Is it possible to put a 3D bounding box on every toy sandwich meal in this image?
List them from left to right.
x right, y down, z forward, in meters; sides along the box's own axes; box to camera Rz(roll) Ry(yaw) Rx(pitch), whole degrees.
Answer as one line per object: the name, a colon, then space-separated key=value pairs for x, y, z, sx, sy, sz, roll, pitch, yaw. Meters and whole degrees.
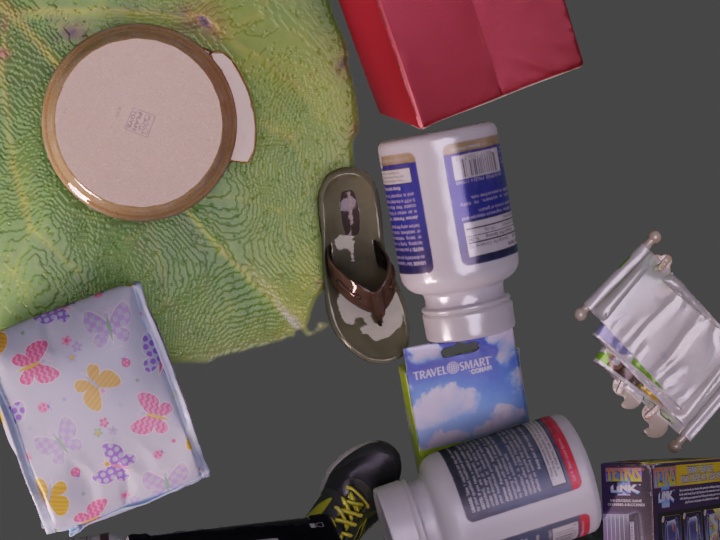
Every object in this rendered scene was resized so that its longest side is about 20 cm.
toy sandwich meal: x=-0.204 y=-0.145 z=1.371 sx=0.204 sy=0.070 sz=0.207 roll=-1 pitch=97 yaw=-5

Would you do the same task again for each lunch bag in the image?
lunch bag: x=-0.252 y=0.132 z=1.353 sx=0.169 sy=0.127 sz=0.201 roll=-22 pitch=88 yaw=-9

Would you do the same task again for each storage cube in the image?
storage cube: x=0.083 y=-0.253 z=1.346 sx=0.170 sy=0.200 sz=0.181 roll=-22 pitch=104 yaw=-8

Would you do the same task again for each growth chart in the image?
growth chart: x=0.314 y=0.080 z=1.493 sx=0.145 sy=0.018 sz=0.200 roll=-40 pitch=99 yaw=-4

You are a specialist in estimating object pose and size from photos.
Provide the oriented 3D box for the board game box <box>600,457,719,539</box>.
board game box: x=0.304 y=0.270 z=1.412 sx=0.056 sy=0.200 sz=0.167 roll=-7 pitch=81 yaw=34

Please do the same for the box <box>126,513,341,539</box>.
box: x=-0.112 y=0.344 z=1.303 sx=0.195 sy=0.118 sz=0.201 roll=-3 pitch=118 yaw=-20

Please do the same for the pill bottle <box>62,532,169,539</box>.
pill bottle: x=-0.274 y=0.314 z=1.365 sx=0.199 sy=0.114 sz=0.115 roll=-7 pitch=95 yaw=-8

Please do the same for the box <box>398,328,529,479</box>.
box: x=0.111 y=0.161 z=1.449 sx=0.121 sy=0.048 sz=0.201 roll=-12 pitch=98 yaw=-8

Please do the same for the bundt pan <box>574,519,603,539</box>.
bundt pan: x=0.228 y=0.361 z=1.471 sx=0.200 sy=0.076 sz=0.203 roll=-1 pitch=94 yaw=-10

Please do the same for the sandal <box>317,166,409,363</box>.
sandal: x=-0.001 y=-0.001 z=1.413 sx=0.079 sy=0.057 sz=0.202 roll=-15 pitch=103 yaw=-7

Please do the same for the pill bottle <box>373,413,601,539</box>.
pill bottle: x=0.119 y=0.222 z=1.374 sx=0.199 sy=0.120 sz=0.120 roll=-16 pitch=96 yaw=-7

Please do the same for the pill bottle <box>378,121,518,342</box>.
pill bottle: x=0.091 y=-0.037 z=1.397 sx=0.119 sy=0.120 sz=0.201 roll=-11 pitch=96 yaw=-8

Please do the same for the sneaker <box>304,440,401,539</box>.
sneaker: x=-0.024 y=0.259 z=1.417 sx=0.074 sy=0.085 sz=0.200 roll=38 pitch=89 yaw=-11
